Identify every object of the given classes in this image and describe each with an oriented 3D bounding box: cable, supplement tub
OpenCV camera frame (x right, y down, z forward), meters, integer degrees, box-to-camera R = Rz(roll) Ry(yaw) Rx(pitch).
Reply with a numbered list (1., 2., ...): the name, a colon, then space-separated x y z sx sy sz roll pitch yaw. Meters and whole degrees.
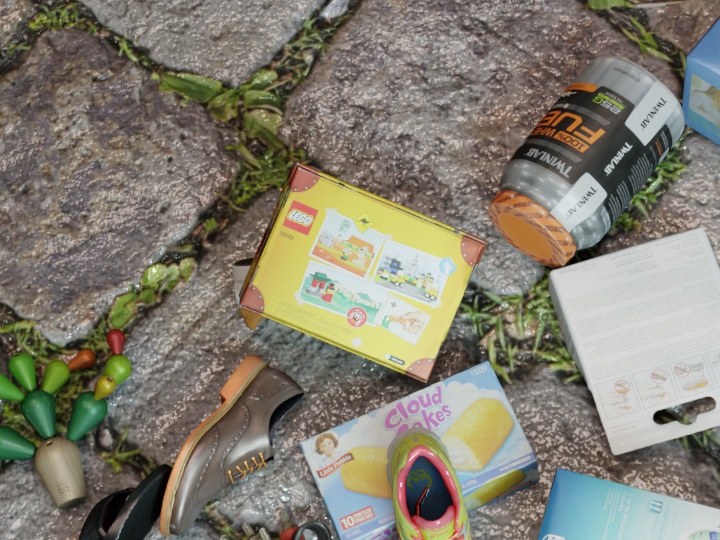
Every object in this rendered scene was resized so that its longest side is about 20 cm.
1. cable: -0.051 0.317 1.618 0.097 0.050 0.200 -20 74 -21
2. supplement tub: 0.224 -0.107 1.730 0.123 0.123 0.200 32 72 21

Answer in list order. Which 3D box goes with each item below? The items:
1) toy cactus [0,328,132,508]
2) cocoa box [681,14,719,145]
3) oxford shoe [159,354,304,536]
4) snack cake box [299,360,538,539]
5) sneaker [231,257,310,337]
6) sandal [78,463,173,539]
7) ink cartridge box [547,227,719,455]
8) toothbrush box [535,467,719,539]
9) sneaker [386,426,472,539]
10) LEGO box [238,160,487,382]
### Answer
1. toy cactus: -0.308 0.150 1.702 0.200 0.102 0.165 -19 73 -12
2. cocoa box: 0.440 -0.176 1.728 0.200 0.133 0.131 35 74 21
3. oxford shoe: -0.126 0.177 1.669 0.073 0.071 0.200 26 70 13
4. snack cake box: 0.056 0.182 1.642 0.200 0.067 0.115 -23 64 -4
5. sneaker: -0.027 0.021 1.745 0.200 0.073 0.085 -7 98 -5
6. sandal: -0.248 0.260 1.639 0.048 0.075 0.200 31 72 16
7. ink cartridge box: 0.288 0.072 1.682 0.162 0.057 0.200 -16 71 -1
8. toothbrush box: 0.261 0.259 1.532 0.200 0.146 0.085 14 67 15
9. sneaker: 0.066 0.241 1.540 0.078 0.090 0.200 -17 86 -4
10. LEGO box: 0.000 0.000 1.668 0.200 0.077 0.149 23 93 -6
